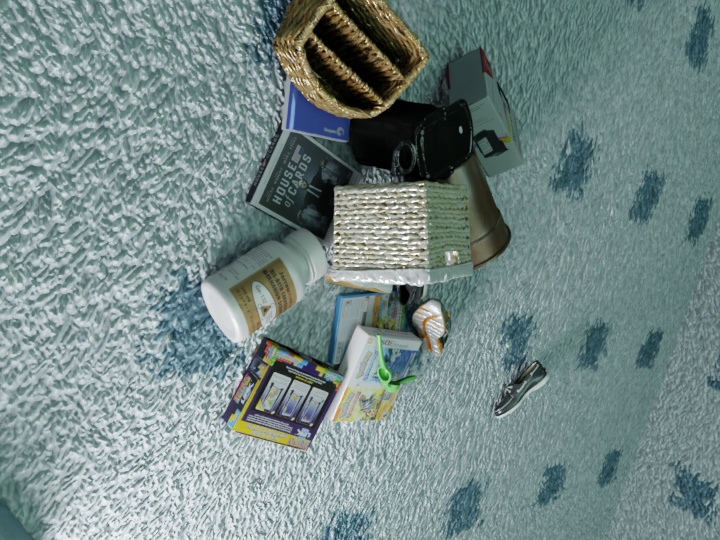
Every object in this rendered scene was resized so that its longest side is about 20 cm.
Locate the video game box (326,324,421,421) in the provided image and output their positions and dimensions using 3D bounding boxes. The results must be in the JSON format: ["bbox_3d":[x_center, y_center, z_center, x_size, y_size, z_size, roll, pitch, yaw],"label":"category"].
[{"bbox_3d":[0.026,0.221,1.288,0.179,0.047,0.205,12,105,-43],"label":"video game box"}]

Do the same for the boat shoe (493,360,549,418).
[{"bbox_3d":[0.446,0.336,1.727,0.198,0.076,0.061,-39,91,-13],"label":"boat shoe"}]

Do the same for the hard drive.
[{"bbox_3d":[-0.062,-0.326,1.003,0.129,0.025,0.207,1,99,-43],"label":"hard drive"}]

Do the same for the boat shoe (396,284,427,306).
[{"bbox_3d":[0.093,-0.007,1.231,0.065,0.074,0.203,-34,144,-25],"label":"boat shoe"}]

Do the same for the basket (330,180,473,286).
[{"bbox_3d":[0.075,-0.064,1.047,0.196,0.195,0.167,-7,98,-57],"label":"basket"}]

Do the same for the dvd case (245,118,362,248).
[{"bbox_3d":[-0.093,-0.146,1.064,0.198,0.024,0.154,28,86,-45],"label":"dvd case"}]

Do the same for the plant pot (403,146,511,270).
[{"bbox_3d":[0.183,-0.131,1.216,0.199,0.198,0.202,-38,122,-24],"label":"plant pot"}]

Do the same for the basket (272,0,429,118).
[{"bbox_3d":[-0.018,-0.324,0.926,0.198,0.147,0.146,33,78,-42],"label":"basket"}]

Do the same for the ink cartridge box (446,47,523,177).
[{"bbox_3d":[0.252,-0.314,1.226,0.200,0.081,0.149,43,38,-44],"label":"ink cartridge box"}]

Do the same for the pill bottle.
[{"bbox_3d":[-0.154,0.017,1.010,0.198,0.113,0.117,-35,127,-27],"label":"pill bottle"}]

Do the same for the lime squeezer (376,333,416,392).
[{"bbox_3d":[0.066,0.209,1.256,0.071,0.037,0.201,-48,136,-10],"label":"lime squeezer"}]

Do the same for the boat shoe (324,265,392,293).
[{"bbox_3d":[0.000,0.000,1.179,0.198,0.069,0.072,11,89,-58],"label":"boat shoe"}]

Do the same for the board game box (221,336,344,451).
[{"bbox_3d":[-0.141,0.238,1.152,0.199,0.056,0.168,33,86,-45],"label":"board game box"}]

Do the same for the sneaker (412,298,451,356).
[{"bbox_3d":[0.164,0.111,1.343,0.078,0.077,0.202,-54,159,-23],"label":"sneaker"}]

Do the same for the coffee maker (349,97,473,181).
[{"bbox_3d":[0.066,-0.236,1.051,0.188,0.198,0.139,-6,110,-40],"label":"coffee maker"}]

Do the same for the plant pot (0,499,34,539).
[{"bbox_3d":[-0.522,0.441,0.784,0.194,0.198,0.201,-34,126,-26],"label":"plant pot"}]

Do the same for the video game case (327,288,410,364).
[{"bbox_3d":[0.021,0.114,1.277,0.196,0.018,0.148,-4,108,-42],"label":"video game case"}]
